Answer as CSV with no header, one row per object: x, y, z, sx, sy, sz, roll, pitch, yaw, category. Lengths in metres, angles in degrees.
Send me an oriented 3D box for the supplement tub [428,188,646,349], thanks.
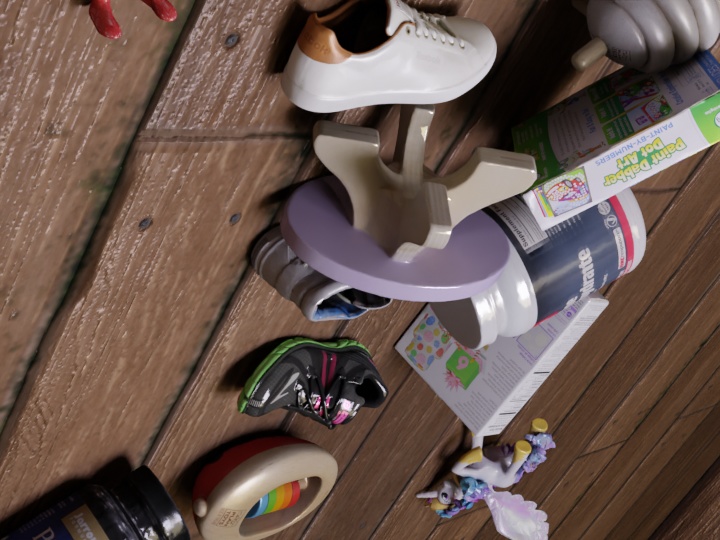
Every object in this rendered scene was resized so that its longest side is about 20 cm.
0.166,-0.022,1.197,0.199,0.140,0.141,-28,149,-16,supplement tub

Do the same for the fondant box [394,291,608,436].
0.152,0.061,1.329,0.200,0.144,0.058,-52,153,18,fondant box

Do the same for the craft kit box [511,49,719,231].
0.234,-0.131,1.091,0.197,0.049,0.200,-25,-161,15,craft kit box

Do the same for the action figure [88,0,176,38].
-0.123,-0.224,0.680,0.065,0.052,0.200,-22,143,-28,action figure

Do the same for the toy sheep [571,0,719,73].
0.260,-0.242,1.062,0.200,0.138,0.138,-41,152,-3,toy sheep

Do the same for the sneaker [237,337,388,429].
-0.041,0.117,1.220,0.200,0.084,0.077,-7,135,-49,sneaker

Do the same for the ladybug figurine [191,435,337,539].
-0.109,0.230,1.301,0.200,0.072,0.136,2,128,-54,ladybug figurine

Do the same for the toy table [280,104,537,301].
0.043,-0.062,1.001,0.199,0.184,0.117,-1,140,-21,toy table

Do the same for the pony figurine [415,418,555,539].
0.196,0.289,1.734,0.192,0.167,0.200,9,134,-17,pony figurine

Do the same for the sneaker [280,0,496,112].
0.037,-0.176,0.924,0.199,0.073,0.085,-19,147,-35,sneaker

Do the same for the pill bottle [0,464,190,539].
-0.262,0.269,1.113,0.200,0.112,0.112,-32,151,-21,pill bottle

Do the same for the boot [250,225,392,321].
0.000,0.000,1.097,0.200,0.096,0.074,-14,141,-43,boot
